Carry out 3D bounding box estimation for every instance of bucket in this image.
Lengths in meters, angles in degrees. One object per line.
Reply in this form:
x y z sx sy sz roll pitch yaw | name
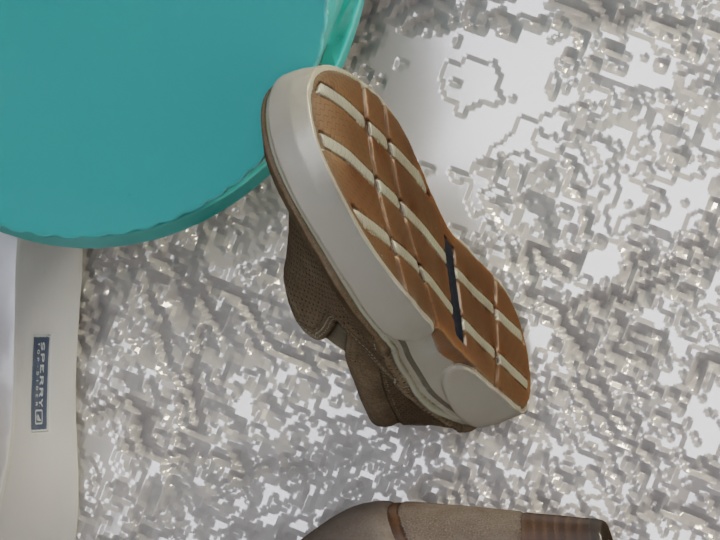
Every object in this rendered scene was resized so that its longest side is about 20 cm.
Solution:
-0.095 -0.115 1.021 0.205 0.135 0.209 1 113 2 | bucket

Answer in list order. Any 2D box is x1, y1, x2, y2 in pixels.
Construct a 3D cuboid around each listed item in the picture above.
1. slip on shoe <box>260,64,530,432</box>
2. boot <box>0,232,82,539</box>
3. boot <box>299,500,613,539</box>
0.000 0.000 1.009 0.060 0.200 0.077 -13 63 17 | slip on shoe
-0.157 0.061 1.096 0.090 0.073 0.202 2 83 22 | boot
0.036 0.179 1.055 0.145 0.070 0.201 -15 82 14 | boot
